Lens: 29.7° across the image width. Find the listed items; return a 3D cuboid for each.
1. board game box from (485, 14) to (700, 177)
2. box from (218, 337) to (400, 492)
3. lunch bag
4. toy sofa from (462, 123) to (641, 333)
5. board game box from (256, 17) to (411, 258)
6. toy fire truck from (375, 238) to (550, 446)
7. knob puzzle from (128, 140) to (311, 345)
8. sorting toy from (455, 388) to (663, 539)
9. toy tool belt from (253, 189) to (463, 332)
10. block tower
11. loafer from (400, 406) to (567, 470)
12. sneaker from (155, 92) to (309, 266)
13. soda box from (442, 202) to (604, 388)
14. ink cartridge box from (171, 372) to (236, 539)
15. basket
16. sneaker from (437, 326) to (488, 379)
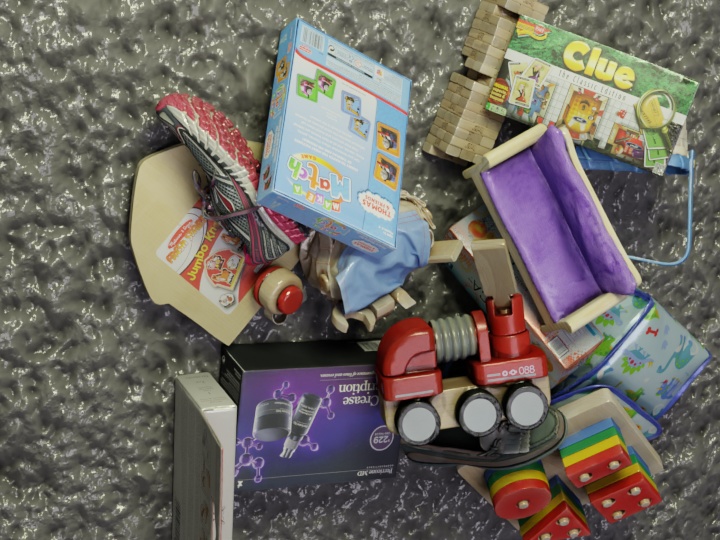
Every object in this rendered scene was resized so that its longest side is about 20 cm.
[{"bbox_3d":[0.238,-0.181,1.402,0.198,0.023,0.106,21,96,8],"label":"board game box"},{"bbox_3d":[-0.054,0.156,1.482,0.197,0.079,0.143,-2,111,-25],"label":"box"},{"bbox_3d":[0.290,0.121,1.597,0.200,0.127,0.170,-49,132,5],"label":"lunch bag"},{"bbox_3d":[0.195,-0.042,1.389,0.082,0.097,0.202,-28,93,-22],"label":"toy sofa"},{"bbox_3d":[-0.023,-0.131,1.350,0.150,0.036,0.202,24,57,-30],"label":"board game box"},{"bbox_3d":[0.102,0.066,1.385,0.173,0.129,0.203,-7,99,-5],"label":"toy fire truck"},{"bbox_3d":[-0.153,-0.050,1.386,0.217,0.030,0.223,-7,108,-23],"label":"knob puzzle"},{"bbox_3d":[0.240,0.247,1.581,0.197,0.070,0.200,-26,140,15],"label":"sorting toy"},{"bbox_3d":[0.000,0.000,1.398,0.199,0.123,0.126,-35,140,-22],"label":"toy tool belt"},{"bbox_3d":[0.135,-0.209,1.452,0.053,0.058,0.202,16,102,-28],"label":"block tower"},{"bbox_3d":[0.130,0.183,1.513,0.063,0.198,0.073,39,47,-54],"label":"loafer"},{"bbox_3d":[-0.133,-0.087,1.326,0.074,0.081,0.201,-34,112,12],"label":"sneaker"},{"bbox_3d":[0.173,0.027,1.476,0.063,0.069,0.201,-32,75,-23],"label":"soda box"},{"bbox_3d":[-0.152,0.233,1.404,0.044,0.176,0.203,-5,110,-23],"label":"ink cartridge box"},{"bbox_3d":[0.283,-0.113,1.482,0.174,0.139,0.203,9,88,17],"label":"basket"},{"bbox_3d":[0.147,0.103,1.519,0.197,0.077,0.077,-12,155,-9],"label":"sneaker"}]
